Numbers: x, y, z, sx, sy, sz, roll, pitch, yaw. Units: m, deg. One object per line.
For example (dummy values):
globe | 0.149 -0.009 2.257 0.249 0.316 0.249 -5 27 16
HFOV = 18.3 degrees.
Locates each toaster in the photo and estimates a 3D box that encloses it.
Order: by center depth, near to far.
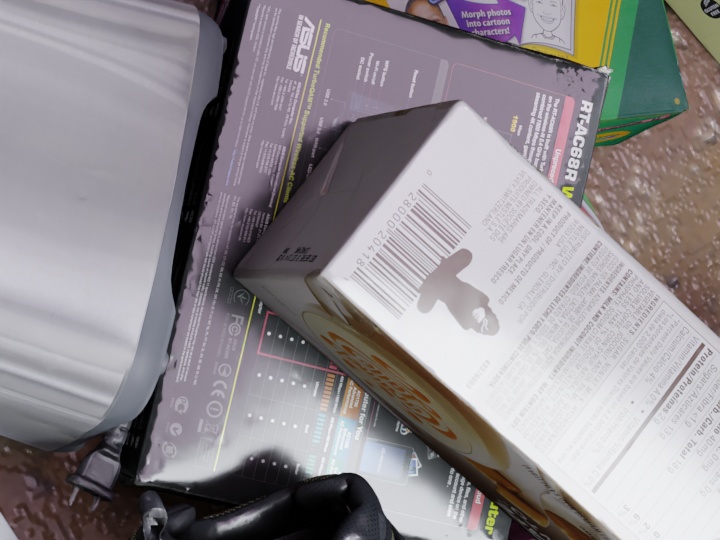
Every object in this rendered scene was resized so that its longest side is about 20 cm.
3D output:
toaster | -0.135 -0.022 0.812 0.128 0.114 0.201 18 69 -21

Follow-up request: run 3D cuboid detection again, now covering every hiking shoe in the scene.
hiking shoe | -0.001 0.122 0.793 0.199 0.101 0.076 6 44 -30

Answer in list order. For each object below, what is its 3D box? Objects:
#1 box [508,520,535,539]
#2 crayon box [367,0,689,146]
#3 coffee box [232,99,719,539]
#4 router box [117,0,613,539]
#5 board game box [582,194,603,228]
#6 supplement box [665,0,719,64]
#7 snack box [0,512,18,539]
box | 0.169 0.152 0.951 0.176 0.097 0.201 -36 94 -33
crayon box | 0.039 -0.110 0.972 0.199 0.058 0.120 -8 81 -32
coffee box | 0.064 0.036 0.791 0.200 0.114 0.080 42 79 -15
router box | 0.000 0.000 0.862 0.149 0.062 0.201 15 86 -16
board game box | 0.043 0.046 0.950 0.199 0.030 0.096 -29 92 -31
supplement box | 0.215 -0.227 1.068 0.200 0.134 0.200 47 58 -11
snack box | -0.192 0.159 0.766 0.200 0.037 0.117 -34 94 -34
